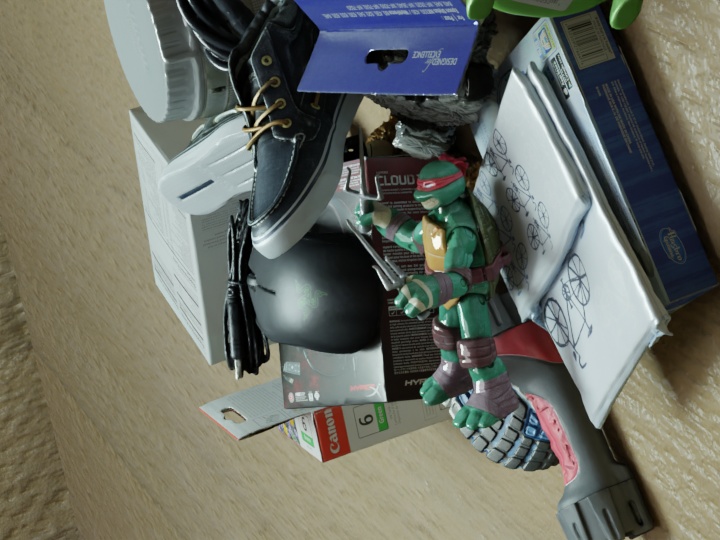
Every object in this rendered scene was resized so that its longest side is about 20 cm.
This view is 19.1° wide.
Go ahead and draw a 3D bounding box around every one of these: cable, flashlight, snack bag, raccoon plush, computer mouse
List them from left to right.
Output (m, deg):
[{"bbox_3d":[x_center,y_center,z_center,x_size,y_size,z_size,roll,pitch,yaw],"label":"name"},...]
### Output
[{"bbox_3d":[-0.057,0.018,1.583,0.200,0.052,0.139,4,96,56],"label":"computer mouse"},{"bbox_3d":[-0.037,-0.196,1.541,0.051,0.199,0.164,-73,4,-60],"label":"cable"},{"bbox_3d":[0.048,-0.171,1.473,0.200,0.096,0.135,138,150,-74],"label":"raccoon plush"},{"bbox_3d":[0.138,0.110,1.556,0.068,0.068,0.201,128,122,-67],"label":"flashlight"},{"bbox_3d":[0.131,-0.008,1.398,0.189,0.021,0.201,107,141,-63],"label":"snack bag"}]

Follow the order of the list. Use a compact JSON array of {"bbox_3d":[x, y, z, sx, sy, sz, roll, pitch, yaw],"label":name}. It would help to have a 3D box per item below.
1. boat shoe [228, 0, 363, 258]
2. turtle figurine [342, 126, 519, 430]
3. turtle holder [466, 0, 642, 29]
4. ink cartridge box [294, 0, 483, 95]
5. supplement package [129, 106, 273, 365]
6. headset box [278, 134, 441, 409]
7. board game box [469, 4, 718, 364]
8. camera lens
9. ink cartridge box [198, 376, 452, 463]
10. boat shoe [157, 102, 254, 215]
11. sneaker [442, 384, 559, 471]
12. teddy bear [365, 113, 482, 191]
[{"bbox_3d":[-0.058,-0.102,1.468,0.091,0.201,0.071,39,134,-23],"label":"boat shoe"},{"bbox_3d":[0.053,0.000,1.449,0.150,0.100,0.201,-102,-4,-71],"label":"turtle figurine"},{"bbox_3d":[0.111,-0.236,1.199,0.186,0.140,0.132,82,178,-53],"label":"turtle holder"},{"bbox_3d":[0.031,-0.212,1.366,0.197,0.047,0.201,8,71,58],"label":"ink cartridge box"},{"bbox_3d":[-0.109,-0.052,1.977,0.151,0.151,0.201,-130,28,-48],"label":"supplement package"},{"bbox_3d":[0.000,0.000,1.612,0.148,0.075,0.201,-8,87,56],"label":"headset box"},{"bbox_3d":[0.146,-0.054,1.414,0.199,0.043,0.201,136,114,-71],"label":"board game box"},{"bbox_3d":[-0.086,-0.213,1.681,0.160,0.199,0.161,162,90,-72],"label":"camera lens"},{"bbox_3d":[-0.026,0.119,1.824,0.109,0.199,0.051,27,133,65],"label":"ink cartridge box"},{"bbox_3d":[-0.085,-0.102,1.621,0.072,0.071,0.199,37,148,-29],"label":"boat shoe"},{"bbox_3d":[0.095,0.083,1.670,0.200,0.086,0.075,36,113,28],"label":"sneaker"},{"bbox_3d":[0.051,-0.061,1.647,0.200,0.066,0.146,55,153,39],"label":"teddy bear"}]
